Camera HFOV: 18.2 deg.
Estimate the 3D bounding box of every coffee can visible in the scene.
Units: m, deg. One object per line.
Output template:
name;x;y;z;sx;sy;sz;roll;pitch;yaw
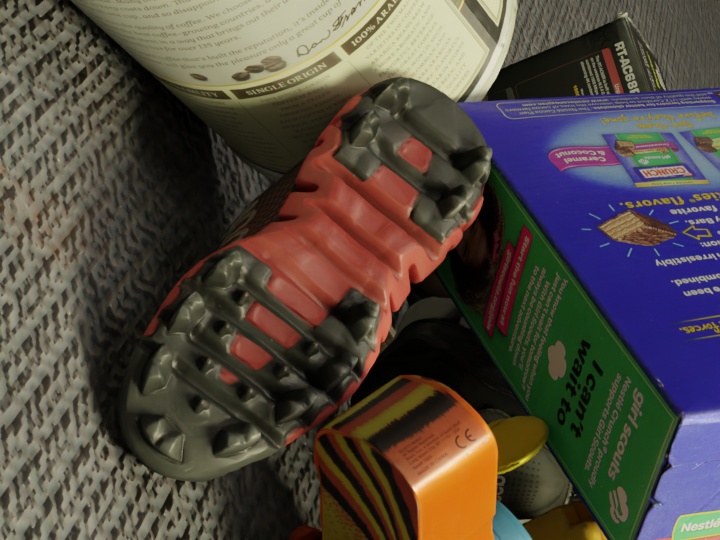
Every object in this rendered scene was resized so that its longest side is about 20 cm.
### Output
coffee can;-0.043;-0.137;0.855;0.200;0.146;0.147;43;30;-56

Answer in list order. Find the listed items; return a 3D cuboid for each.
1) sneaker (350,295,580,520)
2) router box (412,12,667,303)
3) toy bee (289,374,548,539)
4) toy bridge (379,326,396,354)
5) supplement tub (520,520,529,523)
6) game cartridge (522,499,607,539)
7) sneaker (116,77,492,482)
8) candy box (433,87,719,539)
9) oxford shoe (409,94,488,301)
sneaker;0.081;0.072;0.896;0.090;0.199;0.067;-35;136;-49
router box;0.101;-0.009;1.133;0.062;0.149;0.201;35;37;-62
toy bee;0.006;0.107;0.807;0.109;0.131;0.201;37;-51;38
toy bridge;0.000;0.000;1.022;0.200;0.027;0.067;61;19;-21
supplement tub;0.122;0.142;1.023;0.200;0.122;0.123;68;11;-49
game cartridge;0.087;0.198;0.870;0.176;0.032;0.201;-43;-116;63
sneaker;-0.028;0.014;0.817;0.071;0.098;0.201;41;50;-3
candy box;0.138;0.012;0.859;0.200;0.168;0.077;-123;-145;-48
oxford shoe;0.031;-0.078;1.096;0.084;0.072;0.201;67;14;-70
